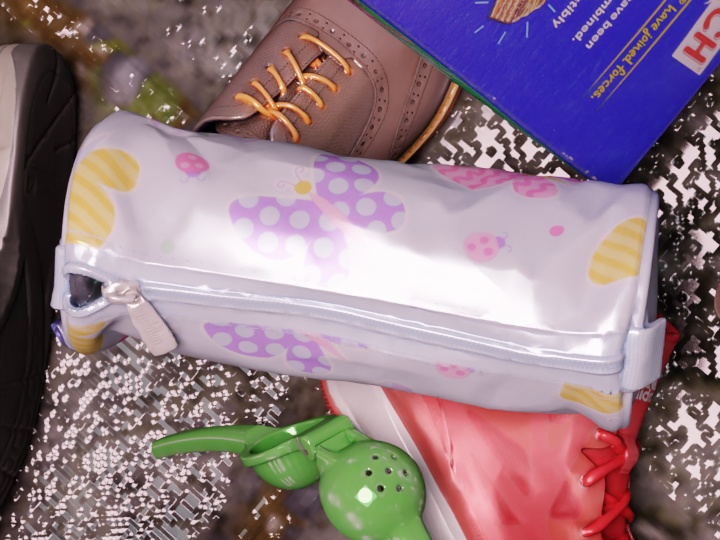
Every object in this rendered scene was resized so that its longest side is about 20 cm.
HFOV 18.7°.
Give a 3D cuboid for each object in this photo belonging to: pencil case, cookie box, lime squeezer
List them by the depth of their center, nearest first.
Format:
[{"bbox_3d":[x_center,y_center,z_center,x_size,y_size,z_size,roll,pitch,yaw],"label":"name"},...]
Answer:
[{"bbox_3d":[0.064,-0.142,0.706,0.171,0.200,0.075,-51,46,6],"label":"cookie box"},{"bbox_3d":[0.000,0.000,0.717,0.200,0.091,0.083,8,98,3],"label":"pencil case"},{"bbox_3d":[-0.009,0.078,0.758,0.038,0.071,0.200,-42,48,-22],"label":"lime squeezer"}]

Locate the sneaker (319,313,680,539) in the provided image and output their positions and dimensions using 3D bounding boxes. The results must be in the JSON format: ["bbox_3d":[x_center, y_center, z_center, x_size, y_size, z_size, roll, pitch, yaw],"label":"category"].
[{"bbox_3d":[0.083,0.081,0.766,0.115,0.078,0.200,-39,82,10],"label":"sneaker"}]

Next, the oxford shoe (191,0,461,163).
[{"bbox_3d":[-0.015,-0.058,0.793,0.071,0.073,0.200,31,94,12],"label":"oxford shoe"}]

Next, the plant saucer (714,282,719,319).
[{"bbox_3d":[0.212,-0.008,0.687,0.200,0.200,0.037,-21,104,11],"label":"plant saucer"}]

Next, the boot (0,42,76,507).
[{"bbox_3d":[-0.198,0.006,0.833,0.154,0.073,0.204,8,83,15],"label":"boot"}]
